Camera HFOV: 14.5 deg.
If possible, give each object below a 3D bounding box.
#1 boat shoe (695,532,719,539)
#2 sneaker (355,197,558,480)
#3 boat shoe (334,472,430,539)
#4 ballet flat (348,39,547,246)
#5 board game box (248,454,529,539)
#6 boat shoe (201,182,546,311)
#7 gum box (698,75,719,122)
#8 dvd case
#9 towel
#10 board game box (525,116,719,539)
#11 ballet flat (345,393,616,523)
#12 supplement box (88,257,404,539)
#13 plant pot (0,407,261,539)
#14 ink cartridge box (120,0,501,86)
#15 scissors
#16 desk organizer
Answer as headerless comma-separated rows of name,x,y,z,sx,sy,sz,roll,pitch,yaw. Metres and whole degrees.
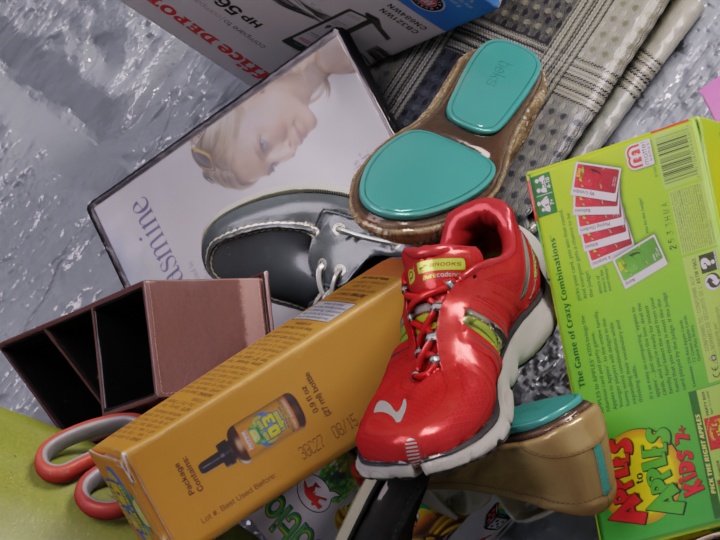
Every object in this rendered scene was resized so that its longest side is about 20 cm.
boat shoe,0.171,0.155,1.292,0.076,0.200,0.072,49,138,21
sneaker,0.037,0.031,1.386,0.077,0.085,0.200,-8,27,22
boat shoe,0.005,0.177,1.435,0.063,0.074,0.202,23,114,13
ballet flat,0.047,-0.052,1.523,0.070,0.065,0.200,27,39,14
board game box,-0.002,0.108,1.560,0.126,0.035,0.200,-48,43,2
boat shoe,0.000,0.000,1.562,0.199,0.073,0.062,6,33,16
gum box,0.260,-0.051,1.428,0.113,0.066,0.200,-36,46,17
dvd case,-0.057,-0.031,1.670,0.200,0.018,0.143,-34,71,19
towel,0.097,-0.131,1.650,0.192,0.035,0.200,30,85,49
board game box,0.155,0.035,1.418,0.101,0.048,0.201,-18,75,31
ballet flat,0.058,0.100,1.441,0.069,0.063,0.200,-30,13,-28
supplement box,-0.038,0.069,1.468,0.200,0.067,0.069,-32,14,-20
plant pot,-0.138,0.181,1.537,0.199,0.187,0.188,9,68,29
ink cartridge box,-0.028,-0.190,1.674,0.200,0.146,0.085,-22,46,44
scissors,-0.077,0.082,1.525,0.200,0.014,0.073,-22,40,-21
desk organizer,-0.129,0.055,1.606,0.200,0.077,0.072,-21,73,57
